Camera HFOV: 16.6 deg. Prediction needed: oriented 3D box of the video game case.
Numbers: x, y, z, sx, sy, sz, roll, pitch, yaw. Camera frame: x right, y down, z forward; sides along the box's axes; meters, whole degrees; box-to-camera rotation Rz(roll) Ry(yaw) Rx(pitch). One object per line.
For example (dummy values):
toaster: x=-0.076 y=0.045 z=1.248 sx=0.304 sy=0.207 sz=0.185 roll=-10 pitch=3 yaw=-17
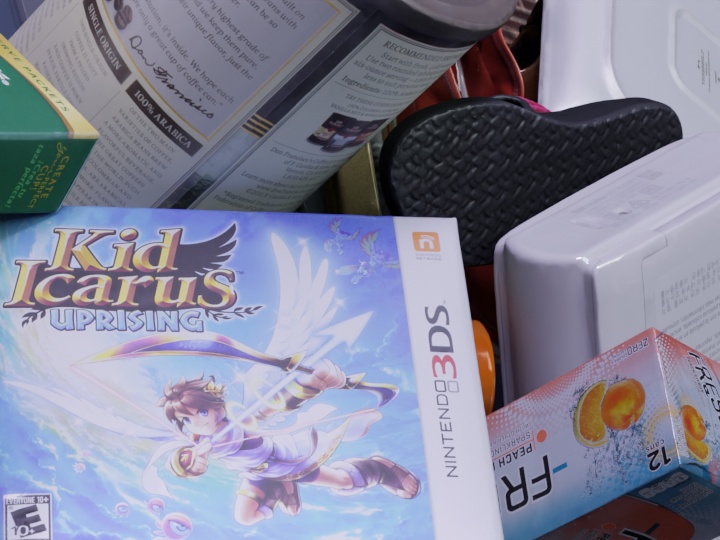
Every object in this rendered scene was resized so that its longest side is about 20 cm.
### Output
video game case: x=-0.050 y=0.058 z=0.983 sx=0.199 sy=0.045 sz=0.182 roll=1 pitch=52 yaw=-11

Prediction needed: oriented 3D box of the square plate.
square plate: x=0.169 y=-0.098 z=1.263 sx=0.198 sy=0.028 sz=0.200 roll=35 pitch=42 yaw=-28

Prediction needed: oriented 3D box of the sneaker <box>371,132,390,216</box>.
sneaker: x=0.018 y=-0.048 z=1.263 sx=0.081 sy=0.075 sz=0.200 roll=37 pitch=29 yaw=-15

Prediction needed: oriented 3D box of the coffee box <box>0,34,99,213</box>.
coffee box: x=-0.207 y=-0.072 z=0.941 sx=0.123 sy=0.044 sz=0.200 roll=44 pitch=26 yaw=27

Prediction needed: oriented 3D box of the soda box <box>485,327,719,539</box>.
soda box: x=0.069 y=0.102 z=1.031 sx=0.064 sy=0.200 sz=0.069 roll=27 pitch=44 yaw=-40

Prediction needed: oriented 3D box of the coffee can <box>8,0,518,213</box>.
coffee can: x=-0.052 y=-0.101 z=1.059 sx=0.146 sy=0.200 sz=0.147 roll=33 pitch=34 yaw=-26

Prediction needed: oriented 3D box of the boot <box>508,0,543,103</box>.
boot: x=0.130 y=-0.073 z=1.385 sx=0.188 sy=0.068 sz=0.200 roll=-49 pitch=127 yaw=-46

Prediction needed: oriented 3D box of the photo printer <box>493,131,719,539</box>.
photo printer: x=0.136 y=0.055 z=1.138 sx=0.166 sy=0.069 sz=0.201 roll=-29 pitch=122 yaw=-41

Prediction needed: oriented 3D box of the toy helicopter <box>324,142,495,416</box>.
toy helicopter: x=0.000 y=0.000 z=1.139 sx=0.079 sy=0.132 sz=0.201 roll=-3 pitch=69 yaw=-12

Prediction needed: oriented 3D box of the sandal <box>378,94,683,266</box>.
sandal: x=0.072 y=-0.047 z=1.119 sx=0.200 sy=0.045 sz=0.075 roll=-8 pitch=113 yaw=-47

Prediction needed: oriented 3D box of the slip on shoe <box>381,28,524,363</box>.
slip on shoe: x=0.053 y=-0.053 z=1.162 sx=0.074 sy=0.061 sz=0.201 roll=-20 pitch=99 yaw=-51
